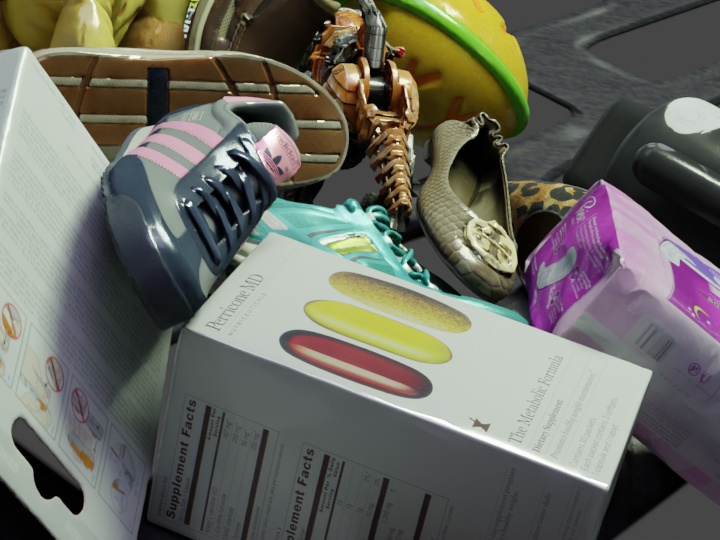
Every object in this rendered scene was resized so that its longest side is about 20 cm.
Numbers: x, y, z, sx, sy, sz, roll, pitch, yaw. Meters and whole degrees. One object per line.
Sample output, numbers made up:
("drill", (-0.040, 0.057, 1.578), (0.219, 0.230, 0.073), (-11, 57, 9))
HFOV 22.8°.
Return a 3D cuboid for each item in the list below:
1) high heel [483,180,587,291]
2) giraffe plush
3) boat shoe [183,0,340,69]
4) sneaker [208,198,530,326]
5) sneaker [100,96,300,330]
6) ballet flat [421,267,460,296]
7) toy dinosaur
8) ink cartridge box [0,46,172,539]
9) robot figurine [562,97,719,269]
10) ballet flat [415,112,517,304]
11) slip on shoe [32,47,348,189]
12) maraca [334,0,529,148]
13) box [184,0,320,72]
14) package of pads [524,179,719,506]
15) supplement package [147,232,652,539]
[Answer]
("high heel", (0.094, 0.006, 1.042), (0.142, 0.072, 0.200), (-14, 39, -32))
("giraffe plush", (-0.170, -0.165, 1.121), (0.172, 0.202, 0.162), (25, 14, 23))
("boat shoe", (-0.052, -0.165, 1.104), (0.074, 0.204, 0.074), (3, -15, 41))
("sneaker", (0.000, 0.000, 0.920), (0.198, 0.078, 0.080), (22, 60, 10))
("sneaker", (-0.070, -0.040, 0.835), (0.081, 0.071, 0.200), (-22, 23, 7))
("ballet flat", (-0.024, 0.013, 0.992), (0.198, 0.047, 0.068), (22, 41, 8))
("toy dinosaur", (-0.006, -0.089, 1.089), (0.101, 0.137, 0.200), (15, 29, 1))
("ink cartridge box", (-0.143, 0.027, 0.790), (0.047, 0.161, 0.201), (-12, 47, 18))
("robot figurine", (0.220, -0.026, 1.097), (0.150, 0.126, 0.199), (-20, 43, -41))
("ballet flat", (0.069, -0.044, 1.054), (0.067, 0.046, 0.200), (45, 19, -18))
("slip on shoe", (-0.105, -0.087, 1.011), (0.198, 0.077, 0.060), (2, 3, -23))
("maraca", (0.033, -0.155, 1.211), (0.200, 0.107, 0.137), (40, -21, -21))
("box", (-0.115, -0.181, 1.297), (0.191, 0.048, 0.200), (15, 29, -1))
("package of pads", (0.177, 0.053, 0.916), (0.199, 0.076, 0.121), (38, 21, -14))
("supplement package", (0.018, 0.081, 0.828), (0.198, 0.110, 0.114), (20, 29, 10))
